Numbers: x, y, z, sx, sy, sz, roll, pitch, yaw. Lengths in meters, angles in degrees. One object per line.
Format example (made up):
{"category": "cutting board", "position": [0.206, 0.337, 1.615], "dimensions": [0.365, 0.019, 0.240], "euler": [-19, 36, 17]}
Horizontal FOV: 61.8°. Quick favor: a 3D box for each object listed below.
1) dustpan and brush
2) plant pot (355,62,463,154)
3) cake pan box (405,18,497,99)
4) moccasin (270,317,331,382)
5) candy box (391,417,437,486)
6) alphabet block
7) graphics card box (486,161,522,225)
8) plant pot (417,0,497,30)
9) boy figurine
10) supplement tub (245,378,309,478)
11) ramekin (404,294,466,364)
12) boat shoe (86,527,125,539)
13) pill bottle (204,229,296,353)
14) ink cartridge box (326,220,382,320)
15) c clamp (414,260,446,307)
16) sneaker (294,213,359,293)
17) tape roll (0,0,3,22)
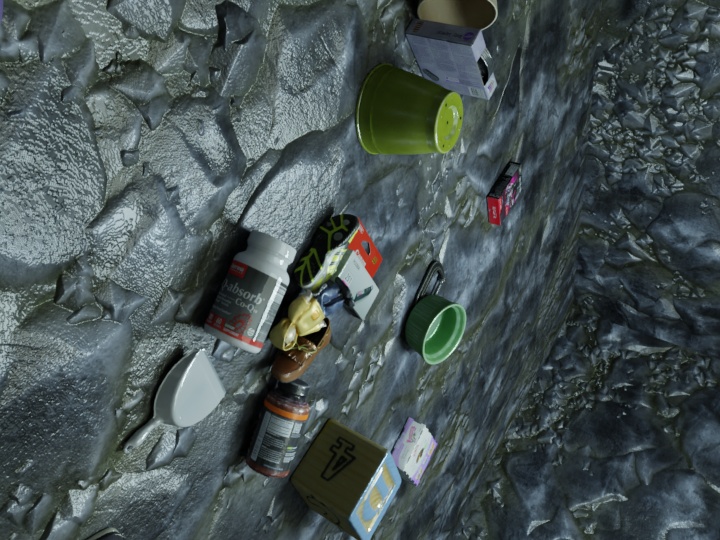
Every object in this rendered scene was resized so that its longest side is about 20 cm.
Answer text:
{"category": "dustpan and brush", "position": [-0.338, 0.249, 1.074], "dimensions": [0.201, 0.056, 0.142], "euler": [-55, 145, -38]}
{"category": "plant pot", "position": [0.121, -0.345, 1.347], "dimensions": [0.199, 0.189, 0.205], "euler": [-34, 134, -45]}
{"category": "cake pan box", "position": [0.217, -0.495, 1.416], "dimensions": [0.053, 0.197, 0.184], "euler": [-58, 145, -9]}
{"category": "moccasin", "position": [-0.126, 0.173, 1.330], "dimensions": [0.200, 0.073, 0.079], "euler": [-35, 148, -45]}
{"category": "candy box", "position": [0.182, 0.628, 2.078], "dimensions": [0.170, 0.070, 0.201], "euler": [-58, 147, -20]}
{"category": "alphabet block", "position": [-0.033, 0.548, 1.571], "dimensions": [0.198, 0.196, 0.198], "euler": [-51, 143, -29]}
{"category": "graphics card box", "position": [0.519, -0.277, 2.158], "dimensions": [0.201, 0.050, 0.127], "euler": [-54, 145, -29]}
{"category": "plant pot", "position": [0.231, -0.686, 1.382], "dimensions": [0.186, 0.183, 0.206], "euler": [16, 79, -59]}
{"category": "boy figurine", "position": [-0.109, 0.093, 1.286], "dimensions": [0.198, 0.064, 0.126], "euler": [-34, 142, -19]}
{"category": "supplement tub", "position": [-0.175, 0.338, 1.320], "dimensions": [0.106, 0.105, 0.205], "euler": [21, 88, -59]}
{"category": "ramekin", "position": [0.226, 0.175, 1.851], "dimensions": [0.197, 0.097, 0.205], "euler": [-24, 128, -34]}
{"category": "boat shoe", "position": [-0.468, 0.502, 0.979], "dimensions": [0.198, 0.062, 0.075], "euler": [-27, 128, -49]}
{"category": "pill bottle", "position": [-0.200, 0.038, 1.112], "dimensions": [0.115, 0.114, 0.205], "euler": [34, 77, -58]}
{"category": "ink cartridge box", "position": [0.000, 0.000, 1.482], "dimensions": [0.176, 0.043, 0.201], "euler": [-59, 147, -17]}
{"category": "c clamp", "position": [0.222, 0.076, 1.898], "dimensions": [0.170, 0.027, 0.204], "euler": [34, 78, -53]}
{"category": "sneaker", "position": [-0.071, -0.040, 1.330], "dimensions": [0.201, 0.075, 0.077], "euler": [-51, 152, -13]}
{"category": "tape roll", "position": [-0.457, -0.276, 0.565], "dimensions": [0.199, 0.083, 0.205], "euler": [-34, 133, -44]}
